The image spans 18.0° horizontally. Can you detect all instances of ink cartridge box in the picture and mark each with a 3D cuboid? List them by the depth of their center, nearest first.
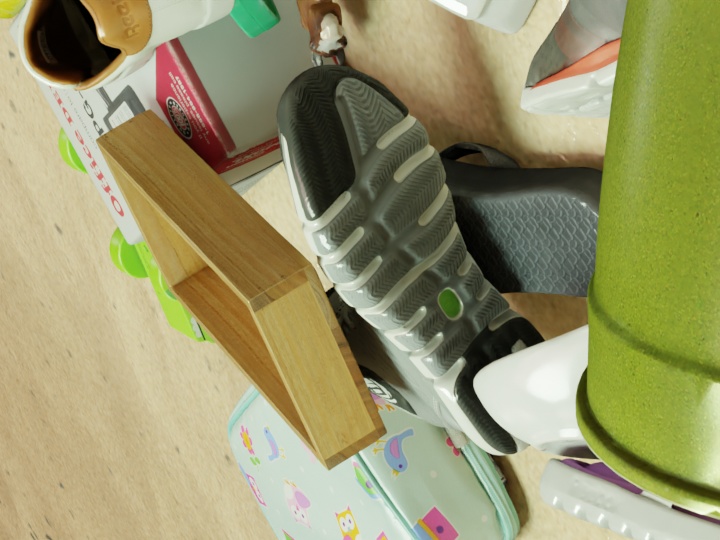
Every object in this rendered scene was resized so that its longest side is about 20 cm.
[{"bbox_3d":[-0.099,-0.111,1.195,0.145,0.083,0.200,61,156,1],"label":"ink cartridge box"}]

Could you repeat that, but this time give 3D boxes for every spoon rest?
[{"bbox_3d":[0.125,0.040,0.919,0.200,0.099,0.061,-15,67,56],"label":"spoon rest"}]

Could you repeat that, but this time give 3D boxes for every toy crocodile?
[{"bbox_3d":[-0.125,-0.044,1.366,0.067,0.062,0.200,20,138,56],"label":"toy crocodile"}]

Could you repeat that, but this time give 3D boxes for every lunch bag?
[{"bbox_3d":[0.001,0.107,1.238,0.161,0.077,0.200,60,157,8],"label":"lunch bag"}]

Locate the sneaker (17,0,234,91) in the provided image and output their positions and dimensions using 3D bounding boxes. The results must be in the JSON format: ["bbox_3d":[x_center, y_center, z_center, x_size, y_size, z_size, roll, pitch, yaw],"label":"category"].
[{"bbox_3d":[-0.136,-0.119,1.061,0.073,0.085,0.200,63,155,-6],"label":"sneaker"}]

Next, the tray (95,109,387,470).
[{"bbox_3d":[-0.058,0.003,1.061,0.200,0.037,0.099,44,162,55],"label":"tray"}]

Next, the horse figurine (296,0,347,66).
[{"bbox_3d":[-0.053,-0.198,1.037,0.200,0.050,0.133,53,169,6],"label":"horse figurine"}]

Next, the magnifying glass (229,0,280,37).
[{"bbox_3d":[-0.094,-0.198,1.076,0.200,0.022,0.080,58,-174,12],"label":"magnifying glass"}]

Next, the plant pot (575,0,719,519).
[{"bbox_3d":[0.155,-0.054,0.639,0.200,0.200,0.193,24,124,55],"label":"plant pot"}]

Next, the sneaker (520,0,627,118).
[{"bbox_3d":[0.115,-0.108,0.809,0.200,0.077,0.082,147,121,-66],"label":"sneaker"}]

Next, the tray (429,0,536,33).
[{"bbox_3d":[0.038,-0.160,0.878,0.107,0.022,0.200,28,152,0],"label":"tray"}]

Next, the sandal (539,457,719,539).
[{"bbox_3d":[0.155,0.093,0.903,0.202,0.082,0.050,11,88,40],"label":"sandal"}]

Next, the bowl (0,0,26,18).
[{"bbox_3d":[-0.241,-0.236,1.227,0.200,0.107,0.201,178,90,-69],"label":"bowl"}]

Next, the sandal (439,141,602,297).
[{"bbox_3d":[0.062,-0.025,1.027,0.200,0.043,0.076,13,135,48],"label":"sandal"}]

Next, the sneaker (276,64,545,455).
[{"bbox_3d":[0.000,0.000,1.024,0.115,0.075,0.200,1,127,57],"label":"sneaker"}]
